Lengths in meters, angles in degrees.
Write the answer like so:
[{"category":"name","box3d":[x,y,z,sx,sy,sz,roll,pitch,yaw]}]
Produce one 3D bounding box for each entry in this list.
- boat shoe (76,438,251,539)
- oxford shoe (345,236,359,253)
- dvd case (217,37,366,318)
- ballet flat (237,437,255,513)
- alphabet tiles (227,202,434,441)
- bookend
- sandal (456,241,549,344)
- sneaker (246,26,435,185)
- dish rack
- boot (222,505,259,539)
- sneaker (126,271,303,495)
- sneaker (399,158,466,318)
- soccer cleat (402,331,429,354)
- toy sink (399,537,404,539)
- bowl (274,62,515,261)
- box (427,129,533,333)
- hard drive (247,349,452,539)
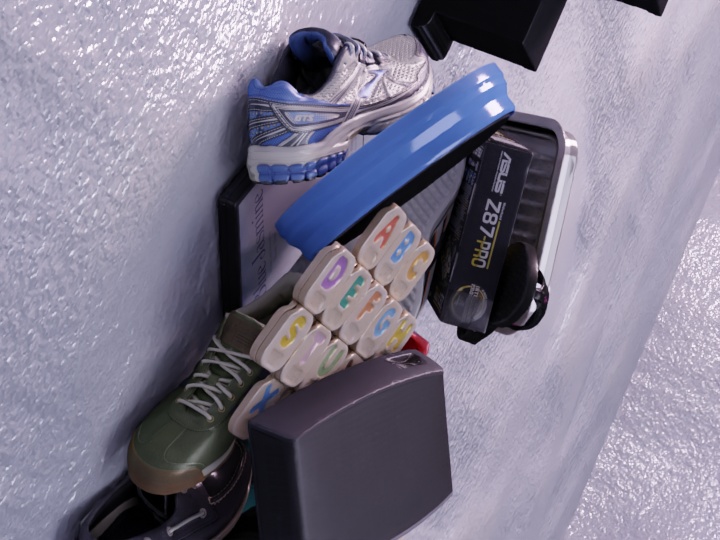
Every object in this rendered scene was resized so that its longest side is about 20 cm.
[{"category":"boat shoe","box3d":[-0.137,0.165,1.246,0.200,0.072,0.063,-39,150,-48]},{"category":"oxford shoe","box3d":[0.000,0.000,1.405,0.201,0.057,0.076,-81,175,-45]},{"category":"dvd case","box3d":[-0.049,-0.064,1.319,0.200,0.017,0.143,-54,158,-37]},{"category":"ballet flat","box3d":[-0.089,0.149,1.395,0.070,0.069,0.201,-53,156,-39]},{"category":"alphabet tiles","box3d":[-0.016,0.049,1.255,0.196,0.015,0.200,-54,156,-4]},{"category":"bookend","box3d":[0.176,-0.250,1.465,0.200,0.199,0.092,-67,162,-6]},{"category":"sandal","box3d":[0.133,0.023,1.533,0.200,0.048,0.076,140,-35,-76]},{"category":"sneaker","box3d":[-0.012,-0.136,1.235,0.200,0.076,0.086,-42,128,-47]},{"category":"dish rack","box3d":[0.140,-0.047,1.643,0.043,0.171,0.202,9,96,-30]},{"category":"boot","box3d":[-0.079,0.221,1.348,0.211,0.080,0.158,-37,-173,42]},{"category":"sneaker","box3d":[-0.095,0.069,1.245,0.200,0.067,0.090,-40,150,-45]},{"category":"sneaker","box3d":[0.039,-0.042,1.511,0.079,0.078,0.202,89,18,-81]},{"category":"soccer cleat","box3d":[-0.006,0.081,1.521,0.200,0.076,0.067,-33,142,-62]},{"category":"toy sink","box3d":[-0.018,0.203,1.575,0.200,0.111,0.131,29,84,-77]},{"category":"bowl","box3d":[0.029,-0.075,1.265,0.200,0.040,0.201,-36,178,-1]},{"category":"box","box3d":[0.098,-0.045,1.554,0.200,0.049,0.163,-115,-139,-79]},{"category":"hard drive","box3d":[0.000,0.141,1.267,0.199,0.042,0.136,-19,108,-51]}]
